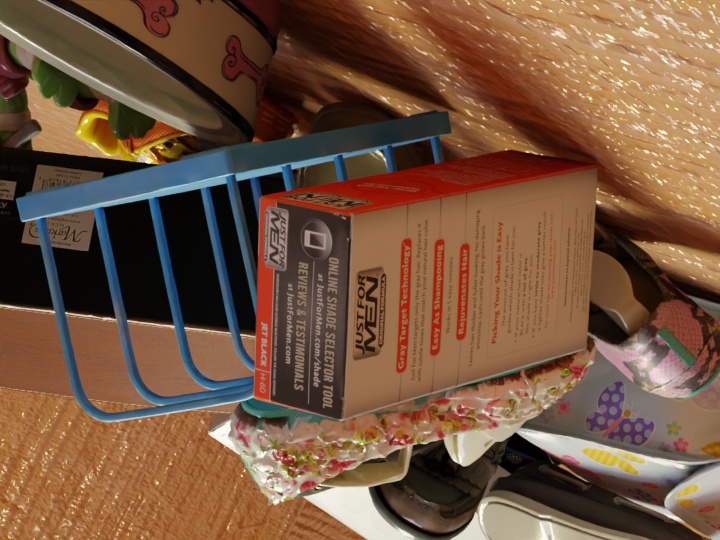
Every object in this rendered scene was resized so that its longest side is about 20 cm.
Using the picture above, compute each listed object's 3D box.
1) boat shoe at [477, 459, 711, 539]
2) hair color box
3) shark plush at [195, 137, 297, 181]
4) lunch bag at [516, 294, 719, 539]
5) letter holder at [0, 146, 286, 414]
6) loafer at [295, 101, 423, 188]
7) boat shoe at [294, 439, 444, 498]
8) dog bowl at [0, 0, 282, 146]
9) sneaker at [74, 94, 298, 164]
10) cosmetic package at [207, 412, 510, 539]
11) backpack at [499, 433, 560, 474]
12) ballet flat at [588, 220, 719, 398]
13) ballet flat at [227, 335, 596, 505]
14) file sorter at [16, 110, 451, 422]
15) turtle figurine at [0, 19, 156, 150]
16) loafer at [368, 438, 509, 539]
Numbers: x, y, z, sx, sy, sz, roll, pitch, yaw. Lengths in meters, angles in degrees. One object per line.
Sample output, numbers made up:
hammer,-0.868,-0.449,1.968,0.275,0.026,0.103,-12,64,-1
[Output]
boat shoe,0.162,0.159,1.549,0.199,0.057,0.067,21,135,32
hair color box,0.035,0.003,1.295,0.061,0.102,0.200,12,-165,37
shark plush,0.003,-0.053,1.577,0.200,0.091,0.083,31,154,4
lunch bag,0.208,0.093,1.564,0.199,0.128,0.170,12,166,30
letter holder,-0.147,0.010,1.556,0.199,0.101,0.142,7,155,1
loafer,0.000,0.000,1.531,0.076,0.201,0.067,2,-151,15
boat shoe,0.026,0.072,1.499,0.072,0.200,0.066,44,143,39
dog bowl,-0.128,-0.143,1.370,0.200,0.074,0.200,27,173,3
sneaker,-0.107,-0.089,1.660,0.073,0.077,0.200,34,166,-32
cosmetic package,0.007,0.119,1.658,0.200,0.051,0.082,36,132,-27
backpack,0.044,0.076,1.792,0.200,0.147,0.183,33,-146,1
ballet flat,0.129,0.007,1.442,0.071,0.069,0.200,49,176,-29
ballet flat,0.029,0.076,1.393,0.199,0.064,0.076,-11,-158,-6
file sorter,-0.051,-0.003,1.367,0.138,0.123,0.200,-11,-179,35
turtle figurine,-0.227,-0.097,1.554,0.193,0.200,0.144,10,137,41
loafer,0.056,0.096,1.570,0.072,0.063,0.200,33,-157,3
